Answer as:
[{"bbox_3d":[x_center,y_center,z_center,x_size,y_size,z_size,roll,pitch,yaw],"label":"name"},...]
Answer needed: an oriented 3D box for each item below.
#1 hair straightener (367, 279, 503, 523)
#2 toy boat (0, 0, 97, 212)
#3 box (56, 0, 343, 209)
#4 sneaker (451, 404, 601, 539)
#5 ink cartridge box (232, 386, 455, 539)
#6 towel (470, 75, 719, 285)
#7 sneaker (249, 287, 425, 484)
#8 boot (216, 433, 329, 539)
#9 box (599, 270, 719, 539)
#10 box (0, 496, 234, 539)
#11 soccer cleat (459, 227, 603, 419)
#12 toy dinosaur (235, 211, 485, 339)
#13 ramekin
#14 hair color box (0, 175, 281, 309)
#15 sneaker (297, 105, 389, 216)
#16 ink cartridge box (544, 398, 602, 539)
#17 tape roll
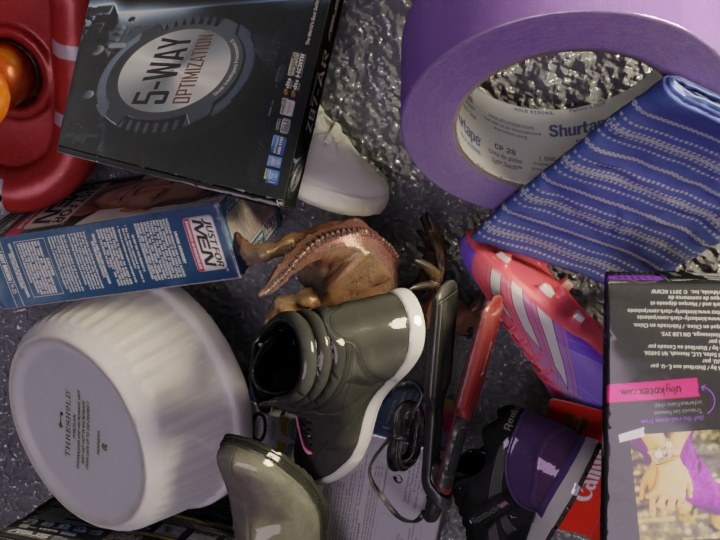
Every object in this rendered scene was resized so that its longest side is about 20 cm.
[{"bbox_3d":[0.046,0.097,0.837,0.076,0.041,0.202,20,119,21],"label":"hair straightener"},{"bbox_3d":[-0.253,-0.132,0.820,0.129,0.131,0.202,11,119,10],"label":"toy boat"},{"bbox_3d":[-0.099,-0.156,0.769,0.159,0.044,0.202,15,93,8],"label":"box"},{"bbox_3d":[0.105,0.174,0.876,0.087,0.076,0.201,29,130,11],"label":"sneaker"},{"bbox_3d":[-0.025,0.154,0.935,0.198,0.076,0.138,13,118,7],"label":"ink cartridge box"},{"bbox_3d":[0.182,-0.043,0.736,0.144,0.024,0.200,17,147,-23],"label":"towel"},{"bbox_3d":[-0.037,0.084,0.790,0.098,0.071,0.201,-3,143,-27],"label":"sneaker"},{"bbox_3d":[-0.075,0.222,0.838,0.067,0.131,0.201,11,139,31],"label":"boot"},{"bbox_3d":[0.206,0.103,0.741,0.105,0.122,0.202,1,93,12],"label":"box"},{"bbox_3d":[-0.175,0.228,0.965,0.198,0.161,0.050,8,100,11],"label":"box"},{"bbox_3d":[0.138,0.049,0.840,0.199,0.067,0.077,38,116,-13],"label":"soccer cleat"},{"bbox_3d":[0.000,0.000,0.813,0.134,0.200,0.087,-17,70,19],"label":"toy dinosaur"},{"bbox_3d":[-0.185,0.107,0.905,0.201,0.094,0.204,16,118,33],"label":"ramekin"},{"bbox_3d":[-0.169,-0.029,0.868,0.198,0.100,0.061,-7,113,18],"label":"hair color box"},{"bbox_3d":[-0.054,-0.116,0.814,0.199,0.075,0.089,33,107,-2],"label":"sneaker"},{"bbox_3d":[0.221,0.181,0.867,0.198,0.057,0.163,9,135,1],"label":"ink cartridge box"},{"bbox_3d":[0.123,-0.112,0.706,0.198,0.066,0.201,1,151,0],"label":"tape roll"}]
